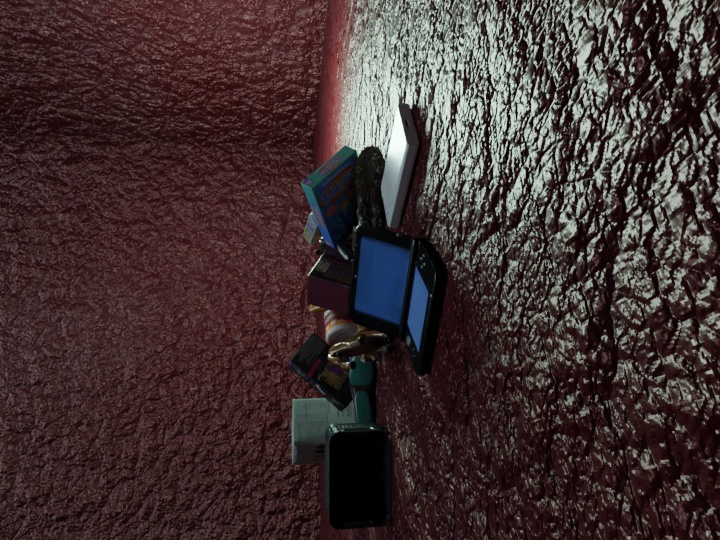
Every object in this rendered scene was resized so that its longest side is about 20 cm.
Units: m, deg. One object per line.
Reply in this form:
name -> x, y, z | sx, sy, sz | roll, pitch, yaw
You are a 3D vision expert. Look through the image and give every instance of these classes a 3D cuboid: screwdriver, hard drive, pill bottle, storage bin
screwdriver -> 0.000, 0.000, 1.203 | 0.201, 0.029, 0.028 | 53, -168, 33
hard drive -> 0.074, -0.202, 1.003 | 0.201, 0.026, 0.133 | 100, 167, -48
pill bottle -> -0.052, 0.128, 1.496 | 0.201, 0.113, 0.115 | -100, 14, -47
storage bin -> -0.009, 0.449, 1.131 | 0.094, 0.133, 0.203 | 145, 125, -79

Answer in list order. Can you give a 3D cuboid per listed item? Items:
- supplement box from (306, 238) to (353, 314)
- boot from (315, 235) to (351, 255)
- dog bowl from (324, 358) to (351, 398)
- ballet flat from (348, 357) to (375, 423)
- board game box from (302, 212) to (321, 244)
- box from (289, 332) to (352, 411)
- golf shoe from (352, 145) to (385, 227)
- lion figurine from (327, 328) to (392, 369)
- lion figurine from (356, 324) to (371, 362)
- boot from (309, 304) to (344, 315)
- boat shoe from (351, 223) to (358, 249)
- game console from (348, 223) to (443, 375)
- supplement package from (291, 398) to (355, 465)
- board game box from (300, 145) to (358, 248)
supplement box -> -0.047, 0.007, 1.271 | 0.201, 0.109, 0.086 | -60, -19, -52
boot -> -0.048, -0.098, 1.416 | 0.201, 0.137, 0.078 | 103, 165, -49
dog bowl -> -0.078, 0.373, 1.760 | 0.200, 0.078, 0.203 | -179, 90, -80
ballet flat -> 0.004, 0.292, 1.299 | 0.068, 0.067, 0.203 | -23, -66, -87
board game box -> -0.061, -0.162, 1.361 | 0.034, 0.200, 0.135 | 48, 158, 6
box -> -0.092, 0.285, 1.430 | 0.106, 0.199, 0.122 | -49, -6, -21
golf shoe -> 0.018, -0.194, 1.223 | 0.097, 0.077, 0.203 | -109, 22, -82
lion figurine -> -0.011, 0.165, 1.084 | 0.122, 0.199, 0.073 | -11, 83, 45
lion figurine -> 0.014, 0.130, 1.277 | 0.200, 0.072, 0.124 | -76, -21, -65
boot -> -0.081, 0.091, 1.364 | 0.071, 0.143, 0.201 | 65, -154, -5
boat shoe -> 0.010, -0.055, 1.216 | 0.061, 0.071, 0.202 | -63, 19, 17
game console -> 0.051, 0.048, 0.851 | 0.176, 0.115, 0.202 | -105, 17, -60
supplement package -> -0.118, 0.511, 1.619 | 0.192, 0.197, 0.148 | 101, 166, -52
board game box -> -0.050, -0.174, 1.238 | 0.045, 0.152, 0.201 | 30, 155, 36
